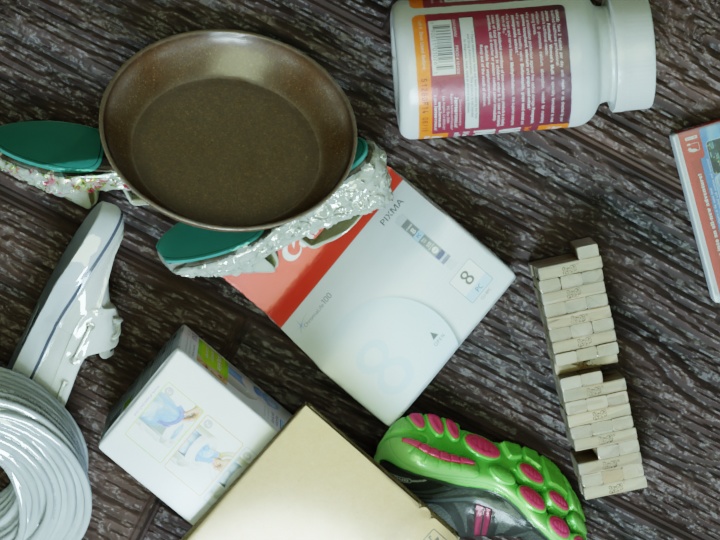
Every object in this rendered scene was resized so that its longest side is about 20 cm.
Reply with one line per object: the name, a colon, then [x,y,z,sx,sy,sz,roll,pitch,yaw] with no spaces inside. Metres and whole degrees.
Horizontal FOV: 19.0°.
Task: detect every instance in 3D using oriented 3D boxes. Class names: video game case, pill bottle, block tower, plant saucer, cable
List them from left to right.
cable: [-0.311,0.167,1.697,0.199,0.069,0.200,30,115,-20]
plant saucer: [-0.102,-0.101,1.651,0.198,0.037,0.202,5,53,-6]
pill bottle: [0.125,-0.164,1.673,0.198,0.110,0.111,-4,98,-1]
block tower: [0.182,0.078,1.736,0.057,0.054,0.202,-11,97,-1]
video game case: [0.363,-0.070,1.740,0.198,0.017,0.144,-16,98,0]

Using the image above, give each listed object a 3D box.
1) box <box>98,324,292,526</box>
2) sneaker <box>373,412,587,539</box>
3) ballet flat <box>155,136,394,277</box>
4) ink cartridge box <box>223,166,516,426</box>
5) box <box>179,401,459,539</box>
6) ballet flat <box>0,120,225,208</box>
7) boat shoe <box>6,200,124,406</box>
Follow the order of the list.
box: [-0.099,0.152,1.706,0.200,0.113,0.102,40,95,-7]
sneaker: [0.098,0.182,1.747,0.199,0.077,0.084,29,132,-13]
ballet flat: [-0.061,-0.034,1.690,0.199,0.072,0.072,-25,98,8]
ink cartridge box: [0.000,0.000,1.722,0.200,0.047,0.160,40,94,-8]
box: [-0.048,0.226,1.653,0.163,0.021,0.200,41,95,-9]
ballet flat: [-0.195,-0.078,1.698,0.198,0.076,0.064,1,129,3]
boat shoe: [-0.223,0.042,1.708,0.069,0.071,0.201,25,104,-13]
